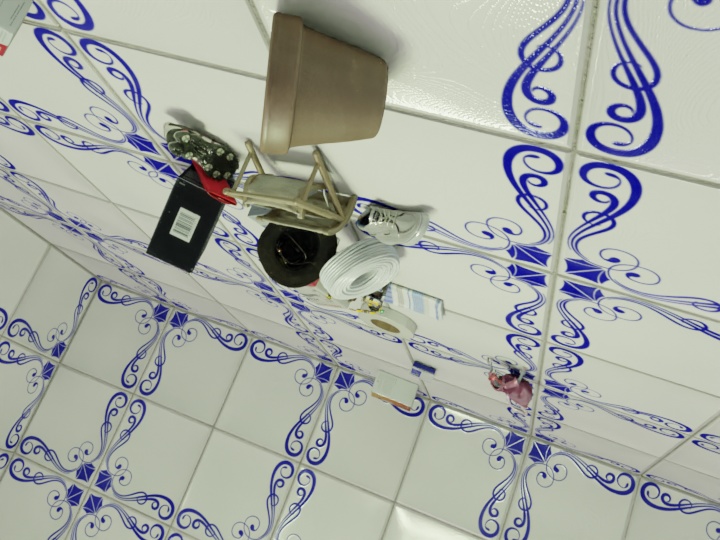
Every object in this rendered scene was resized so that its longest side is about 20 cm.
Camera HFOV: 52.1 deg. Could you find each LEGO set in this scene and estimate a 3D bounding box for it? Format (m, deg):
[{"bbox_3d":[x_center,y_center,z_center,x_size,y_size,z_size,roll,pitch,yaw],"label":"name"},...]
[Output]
[{"bbox_3d":[-0.010,0.058,1.990,0.198,0.117,0.154,30,130,-8],"label":"LEGO set"}]

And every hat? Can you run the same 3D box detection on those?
[{"bbox_3d":[-0.153,-0.059,1.800,0.198,0.203,0.081,24,180,-5],"label":"hat"}]

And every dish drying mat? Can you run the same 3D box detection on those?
[{"bbox_3d":[-0.335,-0.203,1.674,0.076,0.018,0.200,25,-162,-33],"label":"dish drying mat"}]

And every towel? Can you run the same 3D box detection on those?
[{"bbox_3d":[0.147,0.087,2.123,0.197,0.024,0.147,19,162,14],"label":"towel"}]

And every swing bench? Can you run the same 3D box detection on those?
[{"bbox_3d":[-0.145,-0.160,1.562,0.197,0.131,0.200,12,161,31],"label":"swing bench"}]

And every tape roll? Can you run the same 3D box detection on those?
[{"bbox_3d":[0.087,0.167,2.419,0.200,0.037,0.203,21,164,6],"label":"tape roll"}]

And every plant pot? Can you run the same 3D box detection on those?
[{"bbox_3d":[-0.054,-0.261,1.080,0.172,0.203,0.200,7,165,-9],"label":"plant pot"}]

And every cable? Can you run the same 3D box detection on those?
[{"bbox_3d":[0.000,0.000,1.786,0.070,0.198,0.200,62,173,22],"label":"cable"}]

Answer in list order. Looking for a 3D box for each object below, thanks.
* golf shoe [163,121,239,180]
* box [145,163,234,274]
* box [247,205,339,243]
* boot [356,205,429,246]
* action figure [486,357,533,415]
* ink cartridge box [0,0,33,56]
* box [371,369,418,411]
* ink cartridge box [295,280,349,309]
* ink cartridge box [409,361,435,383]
[{"bbox_3d":[-0.348,-0.270,1.625,0.199,0.077,0.088,31,-165,-51],"label":"golf shoe"},{"bbox_3d":[-0.400,-0.128,1.744,0.122,0.202,0.199,26,-165,-9],"label":"box"},{"bbox_3d":[-0.174,-0.110,1.907,0.199,0.042,0.155,34,160,-35],"label":"box"},{"bbox_3d":[0.062,-0.099,1.571,0.095,0.075,0.199,22,166,-22],"label":"boot"},{"bbox_3d":[0.466,0.373,2.388,0.199,0.151,0.133,19,176,-43],"label":"action figure"},{"bbox_3d":[-0.723,-0.502,1.347,0.199,0.084,0.145,32,162,-28],"label":"ink cartridge box"},{"bbox_3d":[0.157,0.555,3.392,0.197,0.108,0.153,20,163,9],"label":"box"},{"bbox_3d":[-0.130,0.033,2.210,0.145,0.084,0.199,4,155,46],"label":"ink cartridge box"},{"bbox_3d":[0.247,0.403,2.935,0.094,0.038,0.200,22,166,7],"label":"ink cartridge box"}]
